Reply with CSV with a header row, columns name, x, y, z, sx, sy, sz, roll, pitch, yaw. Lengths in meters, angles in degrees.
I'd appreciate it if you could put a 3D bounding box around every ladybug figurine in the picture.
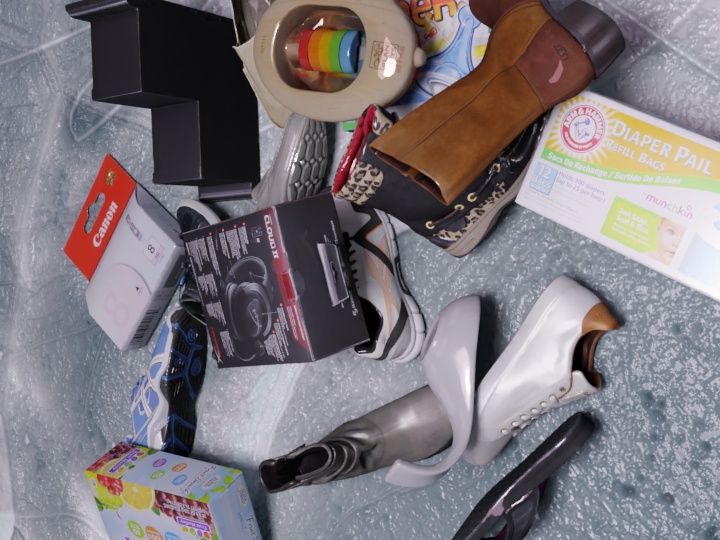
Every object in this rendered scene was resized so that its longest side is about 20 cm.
name,x,y,z,sx,sy,sz,roll,pitch,yaw
ladybug figurine,-0.016,-0.213,0.943,0.199,0.072,0.137,17,102,33

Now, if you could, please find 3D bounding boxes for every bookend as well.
name,x,y,z,sx,sy,sz,roll,pitch,yaw
bookend,-0.207,-0.177,1.041,0.091,0.198,0.202,-2,92,34

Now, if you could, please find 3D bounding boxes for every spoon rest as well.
name,x,y,z,sx,sy,sz,roll,pitch,yaw
spoon rest,0.079,0.110,0.885,0.060,0.201,0.100,23,145,-3

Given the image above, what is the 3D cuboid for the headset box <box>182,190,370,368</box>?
name,x,y,z,sx,sy,sz,roll,pitch,yaw
headset box,-0.082,0.013,0.949,0.199,0.077,0.150,-12,95,50

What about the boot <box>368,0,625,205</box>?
name,x,y,z,sx,sy,sz,roll,pitch,yaw
boot,0.092,-0.155,0.806,0.200,0.069,0.188,-41,48,-3

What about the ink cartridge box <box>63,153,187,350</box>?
name,x,y,z,sx,sy,sz,roll,pitch,yaw
ink cartridge box,-0.307,-0.025,1.205,0.200,0.057,0.163,40,113,21

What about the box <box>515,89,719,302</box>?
name,x,y,z,sx,sy,sz,roll,pitch,yaw
box,0.247,-0.066,0.793,0.199,0.101,0.113,29,107,30

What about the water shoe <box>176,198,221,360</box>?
name,x,y,z,sx,sy,sz,roll,pitch,yaw
water shoe,-0.174,0.007,1.084,0.201,0.078,0.072,58,153,18

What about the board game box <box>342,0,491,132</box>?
name,x,y,z,sx,sy,sz,roll,pitch,yaw
board game box,0.069,-0.215,0.951,0.198,0.034,0.137,-3,90,34

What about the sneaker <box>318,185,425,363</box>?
name,x,y,z,sx,sy,sz,roll,pitch,yaw
sneaker,0.000,0.000,0.979,0.073,0.080,0.201,-35,71,31

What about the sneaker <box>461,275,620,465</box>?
name,x,y,z,sx,sy,sz,roll,pitch,yaw
sneaker,0.162,0.110,0.874,0.084,0.073,0.201,38,110,30

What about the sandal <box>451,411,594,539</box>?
name,x,y,z,sx,sy,sz,roll,pitch,yaw
sandal,0.151,0.214,0.889,0.048,0.075,0.201,43,115,6

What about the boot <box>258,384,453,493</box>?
name,x,y,z,sx,sy,sz,roll,pitch,yaw
boot,0.002,0.175,0.950,0.199,0.130,0.068,-31,75,31

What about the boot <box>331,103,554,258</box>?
name,x,y,z,sx,sy,sz,roll,pitch,yaw
boot,0.075,-0.111,0.868,0.074,0.149,0.201,-89,25,-47

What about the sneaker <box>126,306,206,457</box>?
name,x,y,z,sx,sy,sz,roll,pitch,yaw
sneaker,-0.238,0.138,1.145,0.076,0.075,0.202,17,100,28

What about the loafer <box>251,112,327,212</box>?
name,x,y,z,sx,sy,sz,roll,pitch,yaw
loafer,-0.087,-0.081,1.031,0.069,0.070,0.202,29,115,28

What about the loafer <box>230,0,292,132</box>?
name,x,y,z,sx,sy,sz,roll,pitch,yaw
loafer,-0.100,-0.234,1.044,0.075,0.068,0.202,-27,77,32

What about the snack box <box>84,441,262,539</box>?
name,x,y,z,sx,sy,sz,roll,pitch,yaw
snack box,-0.206,0.298,1.101,0.198,0.068,0.170,6,119,35
